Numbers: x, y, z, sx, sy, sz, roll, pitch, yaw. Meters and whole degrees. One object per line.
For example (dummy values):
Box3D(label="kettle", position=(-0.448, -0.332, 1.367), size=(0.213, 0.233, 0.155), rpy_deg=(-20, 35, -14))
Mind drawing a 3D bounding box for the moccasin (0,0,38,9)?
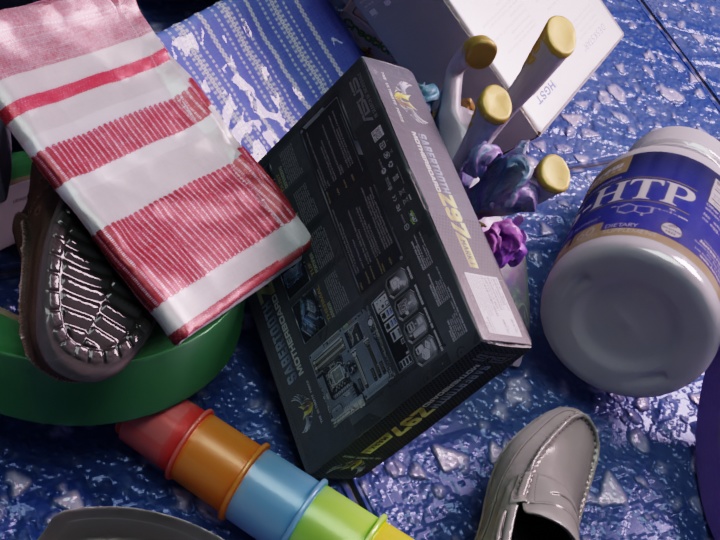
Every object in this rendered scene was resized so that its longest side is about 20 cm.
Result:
Box3D(label="moccasin", position=(-0.299, -0.251, 0.975), size=(0.198, 0.068, 0.081), rpy_deg=(23, 47, -3))

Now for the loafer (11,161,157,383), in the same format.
Box3D(label="loafer", position=(-0.153, -0.015, 0.752), size=(0.073, 0.071, 0.201), rpy_deg=(31, 39, -31))

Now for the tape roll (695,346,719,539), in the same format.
Box3D(label="tape roll", position=(0.284, 0.095, 0.844), size=(0.065, 0.201, 0.202), rpy_deg=(9, 49, -14))

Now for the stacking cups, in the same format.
Box3D(label="stacking cups", position=(-0.051, 0.133, 0.772), size=(0.199, 0.061, 0.061), rpy_deg=(30, 47, 7))

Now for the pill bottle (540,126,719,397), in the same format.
Box3D(label="pill bottle", position=(0.204, -0.016, 0.952), size=(0.119, 0.120, 0.200), rpy_deg=(30, 38, 3))

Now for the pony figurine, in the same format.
Box3D(label="pony figurine", position=(0.064, -0.051, 0.906), size=(0.165, 0.200, 0.195), rpy_deg=(15, 63, -19))

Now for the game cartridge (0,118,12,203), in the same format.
Box3D(label="game cartridge", position=(-0.285, -0.098, 0.832), size=(0.132, 0.042, 0.200), rpy_deg=(-21, 46, -14))

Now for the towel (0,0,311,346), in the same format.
Box3D(label="towel", position=(-0.120, -0.068, 0.754), size=(0.201, 0.023, 0.144), rpy_deg=(53, 35, 0))

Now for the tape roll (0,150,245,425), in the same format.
Box3D(label="tape roll", position=(-0.165, 0.003, 0.806), size=(0.198, 0.049, 0.201), rpy_deg=(8, 37, -6))

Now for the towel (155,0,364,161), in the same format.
Box3D(label="towel", position=(-0.065, -0.125, 0.964), size=(0.200, 0.024, 0.146), rpy_deg=(-38, 98, -41))

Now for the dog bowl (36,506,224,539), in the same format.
Box3D(label="dog bowl", position=(-0.122, 0.218, 0.670), size=(0.198, 0.059, 0.201), rpy_deg=(12, 49, -14))

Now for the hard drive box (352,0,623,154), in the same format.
Box3D(label="hard drive box", position=(0.085, -0.205, 1.014), size=(0.201, 0.077, 0.156), rpy_deg=(53, 49, -11))

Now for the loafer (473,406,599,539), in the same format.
Box3D(label="loafer", position=(0.102, 0.156, 0.797), size=(0.070, 0.069, 0.201), rpy_deg=(52, 47, -21))

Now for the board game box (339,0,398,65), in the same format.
Box3D(label="board game box", position=(0.072, -0.224, 1.108), size=(0.126, 0.035, 0.201), rpy_deg=(33, 54, -4))

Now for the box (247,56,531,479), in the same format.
Box3D(label="box", position=(0.000, 0.000, 0.821), size=(0.051, 0.158, 0.201), rpy_deg=(9, 50, -45))
